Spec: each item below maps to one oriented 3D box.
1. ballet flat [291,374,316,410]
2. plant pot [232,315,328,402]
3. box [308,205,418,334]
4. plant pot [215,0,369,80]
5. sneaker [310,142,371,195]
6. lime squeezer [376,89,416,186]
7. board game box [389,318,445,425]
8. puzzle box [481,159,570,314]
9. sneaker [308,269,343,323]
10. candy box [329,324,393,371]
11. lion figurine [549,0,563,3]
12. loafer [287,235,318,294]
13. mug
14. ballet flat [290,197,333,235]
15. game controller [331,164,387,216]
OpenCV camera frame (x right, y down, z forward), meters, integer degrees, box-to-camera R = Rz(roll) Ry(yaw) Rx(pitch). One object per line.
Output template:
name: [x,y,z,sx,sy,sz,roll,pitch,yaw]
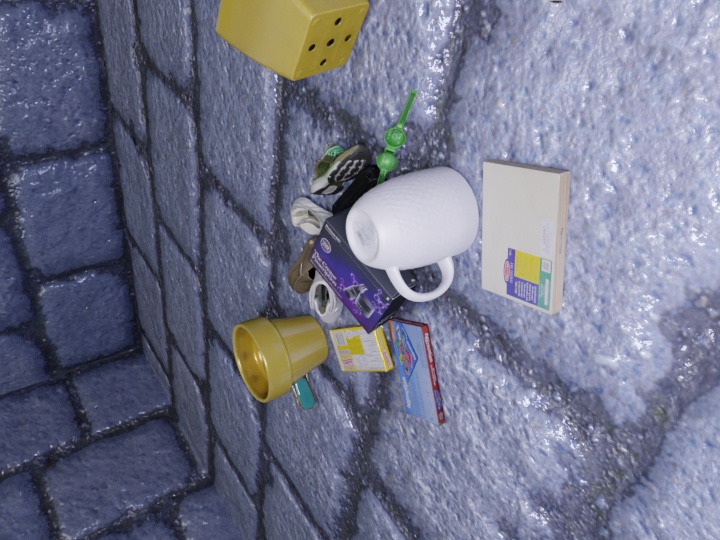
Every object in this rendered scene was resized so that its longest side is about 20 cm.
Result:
ballet flat: [-0.174,0.282,1.581,0.065,0.070,0.201,170,86,-72]
plant pot: [-0.192,0.199,1.445,0.200,0.188,0.202,33,132,46]
box: [0.000,0.000,1.123,0.200,0.079,0.141,50,142,15]
plant pot: [-0.103,-0.449,0.998,0.177,0.200,0.200,50,144,12]
sneaker: [-0.051,-0.215,1.136,0.200,0.076,0.089,-26,75,56]
lime squeezer: [0.055,-0.199,0.974,0.201,0.037,0.071,-69,22,11]
board game box: [0.110,0.196,1.136,0.103,0.019,0.201,5,110,55]
puzzle box: [0.229,-0.050,0.822,0.133,0.025,0.201,25,126,50]
sneaker: [-0.080,0.068,1.257,0.116,0.073,0.201,-76,-10,-47]
candy box: [-0.002,0.173,1.292,0.200,0.026,0.103,-15,95,59]
lion figurine: [0.252,-0.354,0.607,0.199,0.072,0.123,19,109,36]
loafer: [-0.113,0.001,1.330,0.068,0.076,0.200,62,148,26]
mug: [0.081,-0.050,0.909,0.147,0.174,0.201,-22,87,58]
ballet flat: [-0.114,-0.115,1.284,0.200,0.069,0.070,29,129,48]
game controller: [0.006,-0.121,1.131,0.105,0.042,0.200,54,147,2]
